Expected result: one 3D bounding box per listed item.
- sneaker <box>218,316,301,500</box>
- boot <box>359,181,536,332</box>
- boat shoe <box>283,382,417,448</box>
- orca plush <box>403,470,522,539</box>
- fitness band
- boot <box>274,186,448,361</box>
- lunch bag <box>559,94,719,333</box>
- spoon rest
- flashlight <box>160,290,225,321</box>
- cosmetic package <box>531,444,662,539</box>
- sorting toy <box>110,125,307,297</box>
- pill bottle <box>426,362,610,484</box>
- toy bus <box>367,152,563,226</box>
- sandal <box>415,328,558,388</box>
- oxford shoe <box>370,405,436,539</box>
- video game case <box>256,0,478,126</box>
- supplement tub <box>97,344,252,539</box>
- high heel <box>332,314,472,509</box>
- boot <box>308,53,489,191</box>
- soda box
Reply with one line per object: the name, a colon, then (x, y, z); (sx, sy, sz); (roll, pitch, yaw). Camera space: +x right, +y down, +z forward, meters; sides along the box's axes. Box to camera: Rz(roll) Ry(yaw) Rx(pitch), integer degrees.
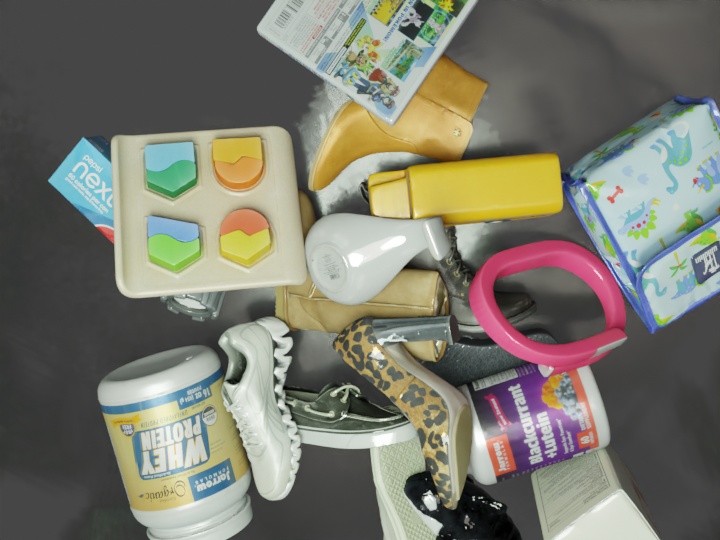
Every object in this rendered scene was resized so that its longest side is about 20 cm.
sneaker: (-0.117, 0.155, 1.209); (0.074, 0.080, 0.204); (-10, 86, 43)
boot: (0.098, -0.025, 1.211); (0.196, 0.069, 0.178); (0, 100, 7)
boat shoe: (-0.028, 0.160, 1.224); (0.197, 0.070, 0.065); (0, 95, 31)
orca plush: (0.142, 0.292, 1.236); (0.201, 0.105, 0.071); (50, 139, -5)
fitness band: (0.205, 0.037, 1.163); (0.145, 0.197, 0.038); (59, 140, 25)
boot: (0.000, 0.000, 1.193); (0.197, 0.066, 0.178); (8, 114, 28)
lunch bag: (0.334, -0.057, 1.160); (0.168, 0.128, 0.202); (-31, 103, 3)
spoon rest: (0.017, -0.019, 1.115); (0.198, 0.060, 0.101); (-13, 101, 44)
flashlight: (-0.160, -0.049, 1.187); (0.067, 0.067, 0.203); (30, 61, -35)
cosmetic package: (0.254, 0.261, 1.180); (0.103, 0.200, 0.088); (-38, 95, 11)
sorting toy: (-0.159, -0.068, 1.141); (0.196, 0.037, 0.188); (-3, 67, -12)
pill bottle: (0.164, 0.168, 1.194); (0.197, 0.111, 0.113); (-19, 98, 2)
toy bus: (0.108, -0.081, 1.147); (0.196, 0.078, 0.066); (-5, 90, -3)
sandal: (0.129, 0.106, 1.251); (0.196, 0.043, 0.078); (-3, 107, -5)
oxford shoe: (0.044, 0.260, 1.268); (0.074, 0.057, 0.204); (-14, 88, -33)
video game case: (0.017, -0.287, 1.163); (0.181, 0.022, 0.201); (35, 86, 5)
supplement tub: (-0.205, 0.201, 1.235); (0.142, 0.145, 0.204); (-14, 98, 7)
high heel: (0.042, 0.148, 1.140); (0.140, 0.071, 0.204); (-5, 90, 25)
boot: (0.043, -0.147, 1.191); (0.143, 0.071, 0.203); (30, 95, 4)
soda box: (-0.253, -0.060, 1.236); (0.200, 0.064, 0.068); (44, 100, -3)
